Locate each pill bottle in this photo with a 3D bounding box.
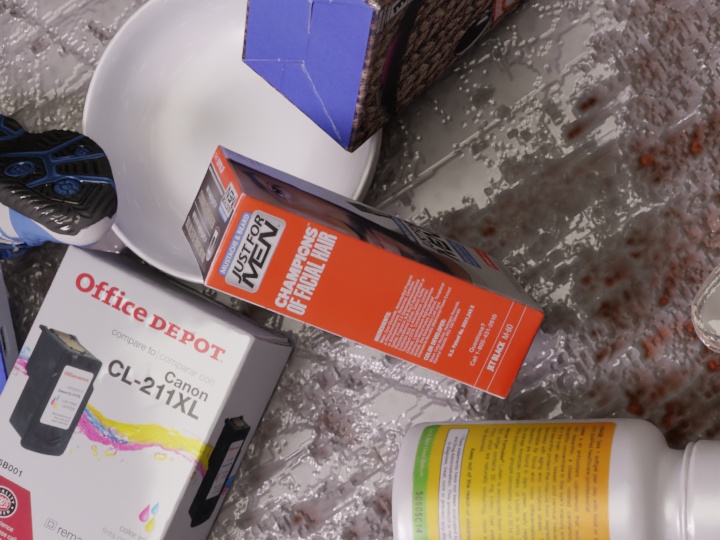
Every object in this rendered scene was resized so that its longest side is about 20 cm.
[{"bbox_3d":[0.127,0.144,1.429,0.198,0.111,0.112,-2,84,16],"label":"pill bottle"}]

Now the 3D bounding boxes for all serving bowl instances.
[{"bbox_3d":[-0.076,-0.087,1.536,0.198,0.066,0.202,-2,83,16],"label":"serving bowl"}]

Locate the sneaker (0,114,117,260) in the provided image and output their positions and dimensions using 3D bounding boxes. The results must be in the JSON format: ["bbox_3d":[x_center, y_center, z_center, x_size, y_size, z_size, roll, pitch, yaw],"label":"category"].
[{"bbox_3d":[-0.212,-0.046,1.536,0.200,0.075,0.078,25,133,52],"label":"sneaker"}]

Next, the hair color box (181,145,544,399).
[{"bbox_3d":[0.000,0.000,1.431,0.199,0.111,0.064,20,103,-17],"label":"hair color box"}]

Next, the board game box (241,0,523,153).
[{"bbox_3d":[0.034,-0.197,1.427,0.097,0.160,0.200,41,66,15],"label":"board game box"}]

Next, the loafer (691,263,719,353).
[{"bbox_3d":[0.284,-0.014,1.425,0.199,0.063,0.072,-27,77,12],"label":"loafer"}]

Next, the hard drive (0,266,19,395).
[{"bbox_3d":[-0.324,0.038,1.580,0.198,0.025,0.133,4,123,16],"label":"hard drive"}]

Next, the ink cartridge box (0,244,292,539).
[{"bbox_3d":[-0.155,0.103,1.530,0.145,0.083,0.201,25,92,18],"label":"ink cartridge box"}]
